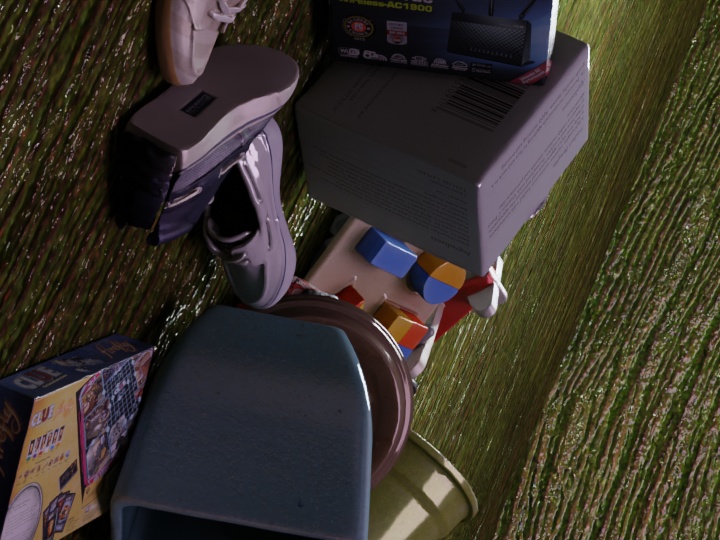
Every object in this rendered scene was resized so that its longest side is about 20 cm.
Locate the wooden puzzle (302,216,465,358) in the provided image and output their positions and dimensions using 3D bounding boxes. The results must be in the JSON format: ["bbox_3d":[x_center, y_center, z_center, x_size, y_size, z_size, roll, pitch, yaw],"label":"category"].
[{"bbox_3d":[0.025,0.019,1.911,0.185,0.046,0.200,25,101,-49],"label":"wooden puzzle"}]

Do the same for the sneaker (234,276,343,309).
[{"bbox_3d":[-0.080,0.104,1.739,0.067,0.107,0.202,58,53,-72],"label":"sneaker"}]

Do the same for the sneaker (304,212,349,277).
[{"bbox_3d":[0.000,0.000,1.953,0.074,0.088,0.201,71,41,-70],"label":"sneaker"}]

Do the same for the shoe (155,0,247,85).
[{"bbox_3d":[-0.099,-0.221,1.363,0.070,0.053,0.201,-35,142,-66],"label":"shoe"}]

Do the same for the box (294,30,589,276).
[{"bbox_3d":[0.077,-0.134,1.775,0.199,0.199,0.131,-51,152,-30],"label":"box"}]

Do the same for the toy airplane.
[{"bbox_3d":[0.059,0.031,2.102,0.200,0.141,0.200,-56,-164,-10],"label":"toy airplane"}]

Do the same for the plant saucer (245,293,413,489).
[{"bbox_3d":[-0.050,0.121,1.705,0.029,0.199,0.201,-125,-129,-76],"label":"plant saucer"}]

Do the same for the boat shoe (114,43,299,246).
[{"bbox_3d":[-0.117,-0.094,1.446,0.200,0.074,0.093,-40,153,-50],"label":"boat shoe"}]

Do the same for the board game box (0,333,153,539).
[{"bbox_3d":[-0.217,0.128,1.403,0.200,0.034,0.136,-23,130,-71],"label":"board game box"}]

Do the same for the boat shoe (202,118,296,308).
[{"bbox_3d":[-0.100,-0.040,1.581,0.065,0.073,0.201,-51,146,-41],"label":"boat shoe"}]

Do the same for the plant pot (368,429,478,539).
[{"bbox_3d":[-0.019,0.247,1.876,0.185,0.200,0.201,-54,160,-21],"label":"plant pot"}]

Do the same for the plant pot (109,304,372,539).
[{"bbox_3d":[-0.087,0.146,1.580,0.196,0.195,0.201,105,-4,-61],"label":"plant pot"}]

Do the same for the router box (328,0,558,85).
[{"bbox_3d":[0.071,-0.239,1.670,0.150,0.199,0.062,89,10,-53],"label":"router box"}]
